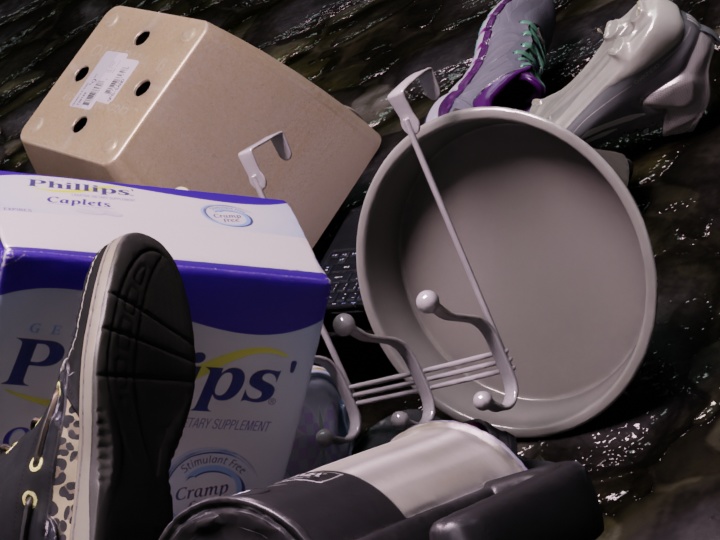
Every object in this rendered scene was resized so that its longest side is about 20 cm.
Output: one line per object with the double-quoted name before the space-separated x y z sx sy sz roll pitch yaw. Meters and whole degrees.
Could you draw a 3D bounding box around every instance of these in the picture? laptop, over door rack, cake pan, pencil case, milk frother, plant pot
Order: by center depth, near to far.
"milk frother" 0.026 0.189 0.839 0.179 0.202 0.188 0 7 36
"over door rack" 0.000 0.000 1.039 0.147 0.202 0.066 -16 0 43
"cake pan" 0.090 -0.001 1.051 0.199 0.202 0.037 -10 8 34
"pencil case" -0.097 0.106 1.155 0.199 0.084 0.091 -6 24 39
"laptop" -0.004 -0.011 1.248 0.176 0.103 0.201 -4 45 41
"plant pot" -0.142 -0.094 1.374 0.199 0.177 0.200 18 69 46

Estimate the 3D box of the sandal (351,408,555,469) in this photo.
"sandal" 0.052 0.115 1.025 0.075 0.048 0.200 -39 27 -22

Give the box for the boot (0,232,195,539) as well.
"boot" -0.163 0.088 0.871 0.153 0.073 0.205 -11 67 33

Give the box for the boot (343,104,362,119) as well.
"boot" -0.092 -0.108 1.562 0.199 0.073 0.151 -32 27 9

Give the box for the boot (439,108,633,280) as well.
"boot" 0.120 -0.049 1.181 0.137 0.078 0.200 11 32 1

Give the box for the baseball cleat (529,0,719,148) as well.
"baseball cleat" 0.185 -0.109 1.290 0.200 0.106 0.070 -46 26 38

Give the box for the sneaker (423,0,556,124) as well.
"sneaker" 0.131 -0.157 1.425 0.087 0.075 0.201 -7 43 46

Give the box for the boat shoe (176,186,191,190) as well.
"boat shoe" -0.125 -0.001 1.188 0.066 0.074 0.200 -23 22 -7

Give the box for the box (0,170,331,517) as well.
"box" -0.133 0.061 0.983 0.182 0.201 0.105 5 25 -21
